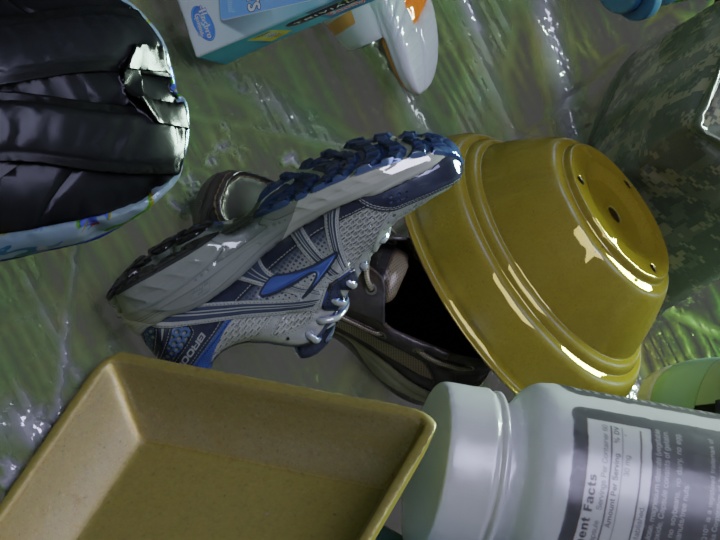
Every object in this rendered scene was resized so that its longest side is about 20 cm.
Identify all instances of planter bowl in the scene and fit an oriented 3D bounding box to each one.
[{"bbox_3d":[0.115,-0.012,1.681,0.200,0.083,0.201,43,26,-27],"label":"planter bowl"}]

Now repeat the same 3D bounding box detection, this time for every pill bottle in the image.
[{"bbox_3d":[0.130,0.122,1.589,0.200,0.113,0.113,11,64,-11],"label":"pill bottle"}]

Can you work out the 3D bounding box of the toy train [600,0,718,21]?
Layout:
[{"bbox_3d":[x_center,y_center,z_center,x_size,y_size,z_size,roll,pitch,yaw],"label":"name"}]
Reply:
[{"bbox_3d":[0.239,-0.214,1.836,0.116,0.200,0.085,-21,86,-37],"label":"toy train"}]

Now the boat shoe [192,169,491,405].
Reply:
[{"bbox_3d":[0.000,0.000,1.640,0.200,0.073,0.075,32,55,-25],"label":"boat shoe"}]

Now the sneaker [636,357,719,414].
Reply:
[{"bbox_3d":[0.223,0.145,1.691,0.074,0.118,0.201,-13,85,-30],"label":"sneaker"}]

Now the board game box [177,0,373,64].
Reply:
[{"bbox_3d":[-0.019,-0.220,1.633,0.047,0.200,0.151,1,69,-71],"label":"board game box"}]

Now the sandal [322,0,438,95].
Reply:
[{"bbox_3d":[-0.016,-0.193,1.714,0.207,0.059,0.079,66,21,-6],"label":"sandal"}]

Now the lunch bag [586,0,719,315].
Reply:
[{"bbox_3d":[0.222,-0.095,1.795,0.118,0.164,0.200,38,54,-14],"label":"lunch bag"}]

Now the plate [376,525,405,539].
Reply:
[{"bbox_3d":[0.023,0.178,1.543,0.200,0.026,0.200,34,17,-12],"label":"plate"}]

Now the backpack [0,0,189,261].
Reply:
[{"bbox_3d":[-0.186,-0.074,1.491,0.200,0.154,0.163,-12,78,-19],"label":"backpack"}]

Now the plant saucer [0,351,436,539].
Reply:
[{"bbox_3d":[-0.083,0.139,1.471,0.200,0.200,0.049,-57,144,-37],"label":"plant saucer"}]

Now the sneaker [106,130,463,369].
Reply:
[{"bbox_3d":[-0.029,-0.005,1.568,0.085,0.200,0.077,60,9,-14],"label":"sneaker"}]
